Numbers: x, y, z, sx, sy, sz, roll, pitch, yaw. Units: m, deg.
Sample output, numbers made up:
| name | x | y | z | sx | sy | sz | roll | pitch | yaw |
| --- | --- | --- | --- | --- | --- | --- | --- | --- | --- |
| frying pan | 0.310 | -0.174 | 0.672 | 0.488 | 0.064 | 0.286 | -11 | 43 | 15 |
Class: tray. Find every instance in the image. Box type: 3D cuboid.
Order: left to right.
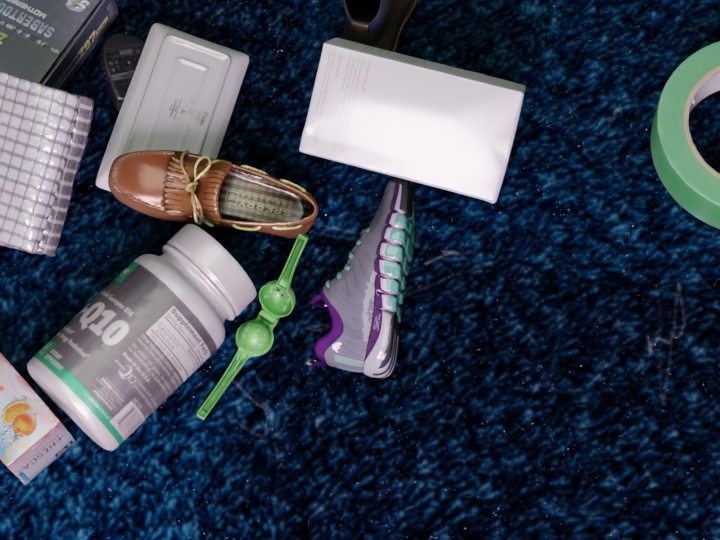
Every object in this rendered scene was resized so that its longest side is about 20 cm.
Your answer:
| name | x | y | z | sx | sy | sz | roll | pitch | yaw |
| --- | --- | --- | --- | --- | --- | --- | --- | --- | --- |
| tray | -0.185 | -0.156 | 1.447 | 0.107 | 0.022 | 0.201 | 19 | 64 | -8 |

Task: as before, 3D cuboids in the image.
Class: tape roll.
| name | x | y | z | sx | sy | sz | roll | pitch | yaw |
| --- | --- | --- | --- | --- | --- | --- | --- | --- | --- |
| tape roll | 0.389 | -0.133 | 1.418 | 0.199 | 0.048 | 0.201 | -1 | 67 | 3 |

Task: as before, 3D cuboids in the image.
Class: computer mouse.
| name | x | y | z | sx | sy | sz | roll | pitch | yaw |
| --- | --- | --- | --- | --- | --- | --- | --- | --- | --- |
| computer mouse | -0.220 | -0.153 | 1.466 | 0.058 | 0.034 | 0.201 | -12 | 71 | -20 |

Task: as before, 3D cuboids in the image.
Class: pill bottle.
| name | x | y | z | sx | sy | sz | roll | pitch | yaw |
| --- | --- | --- | --- | --- | --- | --- | --- | --- | --- |
| pill bottle | -0.197 | 0.058 | 1.326 | 0.113 | 0.113 | 0.200 | 40 | 73 | 17 |

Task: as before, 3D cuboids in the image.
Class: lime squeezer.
| name | x | y | z | sx | sy | sz | roll | pitch | yaw |
| --- | --- | --- | --- | --- | --- | --- | --- | --- | --- |
| lime squeezer | -0.091 | 0.052 | 1.353 | 0.038 | 0.071 | 0.200 | 29 | 101 | -10 |

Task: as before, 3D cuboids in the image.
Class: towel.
| name | x | y | z | sx | sy | sz | roll | pitch | yaw |
| --- | --- | --- | --- | --- | --- | --- | --- | --- | --- |
| towel | -0.370 | -0.115 | 1.403 | 0.199 | 0.086 | 0.166 | 17 | 93 | 14 |

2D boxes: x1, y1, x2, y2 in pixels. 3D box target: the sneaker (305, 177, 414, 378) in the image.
| name | x | y | z | sx | sy | sz | roll | pitch | yaw |
| --- | --- | --- | --- | --- | --- | --- | --- | --- | --- |
| sneaker | 0.000 | 0.000 | 1.366 | 0.087 | 0.074 | 0.201 | 5 | 68 | 10 |

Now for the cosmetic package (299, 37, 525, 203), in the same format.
| name | x | y | z | sx | sy | sz | roll | pitch | yaw |
| --- | --- | --- | --- | --- | --- | --- | --- | --- | --- |
| cosmetic package | 0.052 | -0.147 | 1.390 | 0.199 | 0.081 | 0.113 | 16 | 104 | 2 |

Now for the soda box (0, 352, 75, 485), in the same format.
| name | x | y | z | sx | sy | sz | roll | pitch | yaw |
| --- | --- | --- | --- | --- | --- | --- | --- | --- | --- |
| soda box | -0.354 | 0.101 | 1.338 | 0.064 | 0.068 | 0.200 | -40 | 70 | -13 |

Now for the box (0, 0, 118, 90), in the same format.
| name | x | y | z | sx | sy | sz | roll | pitch | yaw |
| --- | --- | --- | --- | --- | --- | --- | --- | --- | --- |
| box | -0.378 | -0.263 | 1.505 | 0.199 | 0.051 | 0.158 | 28 | 72 | 13 |

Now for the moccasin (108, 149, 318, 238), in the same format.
| name | x | y | z | sx | sy | sz | roll | pitch | yaw |
| --- | --- | --- | --- | --- | --- | --- | --- | --- | --- |
| moccasin | -0.139 | -0.072 | 1.372 | 0.201 | 0.078 | 0.074 | 18 | 81 | -9 |

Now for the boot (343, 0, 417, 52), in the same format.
| name | x | y | z | sx | sy | sz | roll | pitch | yaw |
| --- | --- | --- | --- | --- | --- | --- | --- | --- | --- |
| boot | 0.021 | -0.297 | 1.477 | 0.074 | 0.097 | 0.201 | 6 | 67 | 5 |
